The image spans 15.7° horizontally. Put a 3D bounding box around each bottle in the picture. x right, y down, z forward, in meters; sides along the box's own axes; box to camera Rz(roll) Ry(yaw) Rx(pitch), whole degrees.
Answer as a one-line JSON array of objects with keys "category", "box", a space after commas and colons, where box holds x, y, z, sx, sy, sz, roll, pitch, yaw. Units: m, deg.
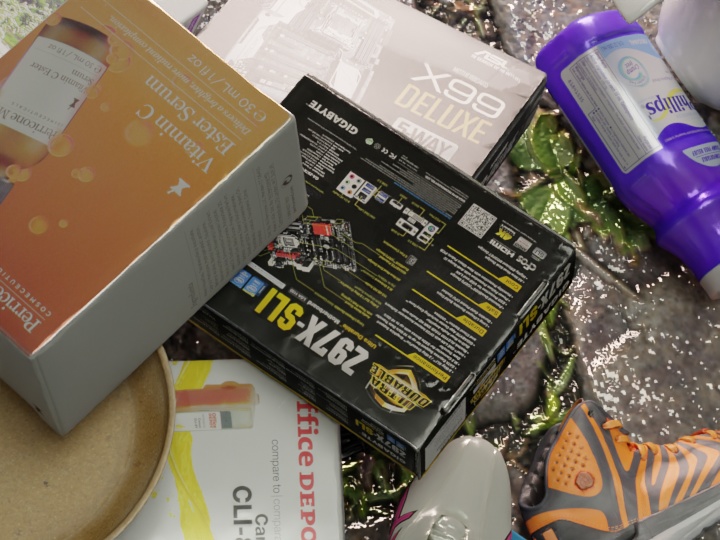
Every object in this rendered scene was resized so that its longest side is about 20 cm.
[{"category": "bottle", "box": [0.195, -0.076, 1.709, 0.084, 0.065, 0.200, -14, 68, -52]}]

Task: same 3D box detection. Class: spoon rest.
[{"category": "spoon rest", "box": [0.217, -0.160, 1.701, 0.061, 0.200, 0.099, -35, 66, 13]}]

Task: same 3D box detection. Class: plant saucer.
[{"category": "plant saucer", "box": [-0.201, 0.087, 1.467, 0.200, 0.035, 0.200, -1, 66, 2]}]

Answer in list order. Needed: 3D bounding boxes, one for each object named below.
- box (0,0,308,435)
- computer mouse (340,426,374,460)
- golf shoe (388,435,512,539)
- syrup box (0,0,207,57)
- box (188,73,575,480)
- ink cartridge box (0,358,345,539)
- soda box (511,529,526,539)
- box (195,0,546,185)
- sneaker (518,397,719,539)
[{"category": "box", "box": [-0.152, -0.039, 1.445, 0.152, 0.106, 0.200, 39, 71, 20]}, {"category": "computer mouse", "box": [-0.034, 0.035, 1.624, 0.140, 0.046, 0.200, -20, 73, -9]}, {"category": "golf shoe", "box": [0.045, 0.178, 1.480, 0.073, 0.092, 0.200, 23, 62, -2]}, {"category": "syrup box", "box": [-0.193, -0.122, 1.573, 0.079, 0.081, 0.200, 47, 60, 7]}, {"category": "box", "box": [0.000, 0.000, 1.508, 0.200, 0.049, 0.160, 33, 70, 15]}, {"category": "ink cartridge box", "box": [-0.108, 0.131, 1.514, 0.200, 0.083, 0.145, -2, 66, -3]}, {"category": "soda box", "box": [0.032, 0.237, 1.537, 0.068, 0.064, 0.200, 35, 63, 2]}, {"category": "box", "box": [-0.004, -0.108, 1.643, 0.200, 0.050, 0.158, 28, 46, 11]}, {"category": "sneaker", "box": [0.185, 0.114, 1.623, 0.200, 0.078, 0.112, -31, 79, -24]}]
